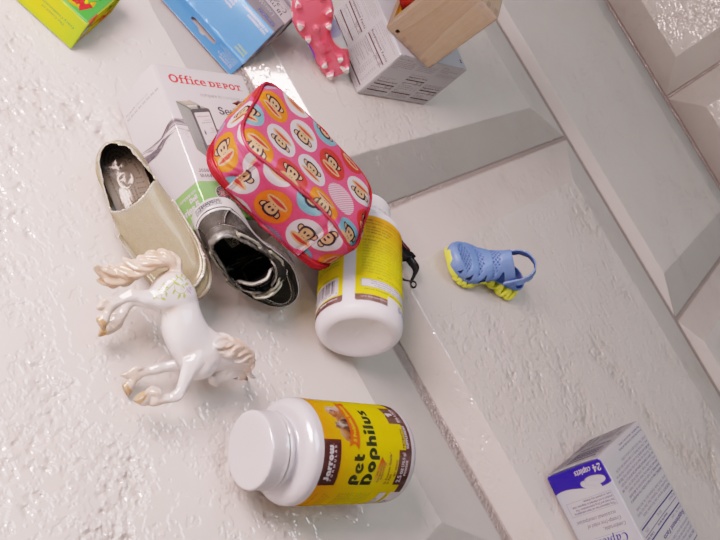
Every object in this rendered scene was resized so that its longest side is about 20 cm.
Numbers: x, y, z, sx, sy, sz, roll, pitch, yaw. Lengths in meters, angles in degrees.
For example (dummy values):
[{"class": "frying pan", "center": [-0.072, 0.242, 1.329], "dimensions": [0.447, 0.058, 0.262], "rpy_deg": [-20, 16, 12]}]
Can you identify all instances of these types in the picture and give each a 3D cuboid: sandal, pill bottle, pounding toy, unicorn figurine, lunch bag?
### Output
[{"class": "sandal", "center": [0.217, -0.012, 1.329], "dimensions": [0.198, 0.087, 0.081], "rpy_deg": [12, 57, -41]}, {"class": "pill bottle", "center": [-0.040, 0.194, 0.866], "dimensions": [0.198, 0.109, 0.111], "rpy_deg": [13, 54, -43]}, {"class": "pill bottle", "center": [0.000, 0.000, 1.040], "dimensions": [0.109, 0.109, 0.202], "rpy_deg": [29, 45, -31]}, {"class": "pounding toy", "center": [0.125, -0.467, 1.310], "dimensions": [0.142, 0.183, 0.202], "rpy_deg": [37, 51, -25]}, {"class": "unicorn figurine", "center": [-0.179, 0.071, 0.807], "dimensions": [0.136, 0.074, 0.203], "rpy_deg": [-27, 119, -27]}, {"class": "lunch bag", "center": [-0.073, -0.119, 0.938], "dimensions": [0.200, 0.081, 0.177], "rpy_deg": [44, 35, -22]}]

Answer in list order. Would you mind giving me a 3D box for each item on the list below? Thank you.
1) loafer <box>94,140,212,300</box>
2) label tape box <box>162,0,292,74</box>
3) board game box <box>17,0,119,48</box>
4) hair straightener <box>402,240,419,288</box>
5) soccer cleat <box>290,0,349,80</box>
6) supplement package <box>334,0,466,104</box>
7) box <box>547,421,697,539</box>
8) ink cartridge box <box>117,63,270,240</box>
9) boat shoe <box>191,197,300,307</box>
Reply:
[{"class": "loafer", "center": [-0.226, -0.053, 0.850], "dimensions": [0.201, 0.075, 0.068], "rpy_deg": [55, -5, 9]}, {"class": "label tape box", "center": [-0.177, -0.391, 1.173], "dimensions": [0.144, 0.063, 0.201], "rpy_deg": [46, 38, -14]}, {"class": "board game box", "center": [-0.381, -0.365, 0.936], "dimensions": [0.200, 0.047, 0.102], "rpy_deg": [43, 40, -18]}, {"class": "hair straightener", "center": [0.019, -0.048, 1.178], "dimensions": [0.201, 0.041, 0.077], "rpy_deg": [54, 40, -12]}, {"class": "soccer cleat", "center": [-0.064, -0.380, 1.241], "dimensions": [0.200, 0.066, 0.077], "rpy_deg": [59, 13, -59]}, {"class": "supplement package", "center": [0.065, -0.396, 1.413], "dimensions": [0.199, 0.110, 0.158], "rpy_deg": [-5, 68, -50]}, {"class": "box", "center": [0.408, 0.367, 1.254], "dimensions": [0.183, 0.104, 0.202], "rpy_deg": [-14, 74, -52]}, {"class": "ink cartridge box", "center": [-0.181, -0.134, 0.963], "dimensions": [0.145, 0.084, 0.202], "rpy_deg": [-7, 70, -51]}, {"class": "boat shoe", "center": [-0.121, 0.000, 0.903], "dimensions": [0.064, 0.070, 0.200], "rpy_deg": [60, 7, 37]}]
